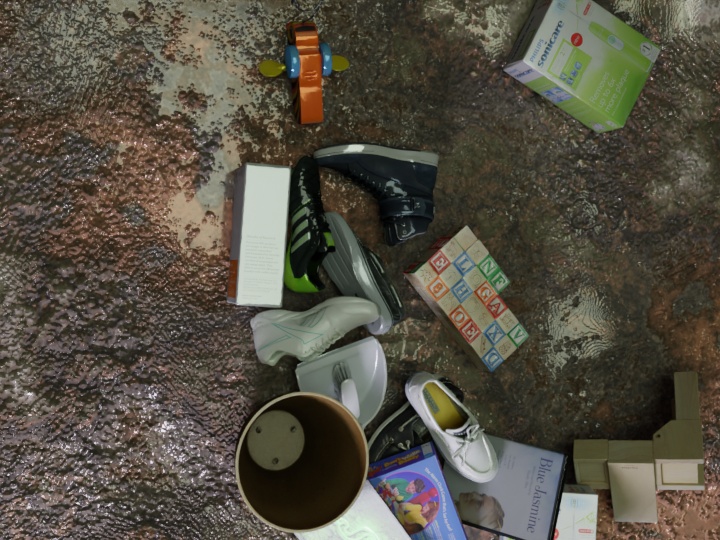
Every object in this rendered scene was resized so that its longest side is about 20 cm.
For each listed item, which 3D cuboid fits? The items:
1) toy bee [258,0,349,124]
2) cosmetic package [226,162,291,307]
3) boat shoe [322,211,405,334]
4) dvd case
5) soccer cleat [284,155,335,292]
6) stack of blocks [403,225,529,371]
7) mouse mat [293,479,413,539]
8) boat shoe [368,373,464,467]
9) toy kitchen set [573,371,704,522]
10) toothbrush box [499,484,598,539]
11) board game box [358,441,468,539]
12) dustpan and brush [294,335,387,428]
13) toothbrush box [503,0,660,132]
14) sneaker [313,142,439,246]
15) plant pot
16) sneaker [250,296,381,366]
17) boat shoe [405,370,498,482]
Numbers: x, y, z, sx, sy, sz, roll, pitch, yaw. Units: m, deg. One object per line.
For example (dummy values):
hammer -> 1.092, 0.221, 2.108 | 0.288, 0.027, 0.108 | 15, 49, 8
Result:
toy bee -> -0.077, -0.326, 1.626 | 0.129, 0.109, 0.202 | 14, 111, -23
cosmetic package -> -0.149, -0.050, 1.595 | 0.070, 0.101, 0.203 | 5, 88, -15
boat shoe -> 0.000, 0.000, 1.659 | 0.071, 0.072, 0.202 | -23, 86, -45
dvd case -> 0.213, 0.329, 1.672 | 0.017, 0.198, 0.145 | 17, 84, -59
soccer cleat -> -0.072, -0.066, 1.619 | 0.067, 0.080, 0.203 | -4, 101, -57
stack of blocks -> 0.175, 0.043, 1.709 | 0.115, 0.059, 0.201 | -40, 100, -12
mouse mat -> -0.001, 0.413, 1.638 | 0.160, 0.008, 0.201 | -31, 104, 22
boat shoe -> 0.081, 0.249, 1.673 | 0.200, 0.060, 0.074 | -46, 132, -13
toy kitchen set -> 0.458, 0.291, 1.795 | 0.197, 0.182, 0.164 | -3, 134, 16
toothbrush box -> 0.290, 0.439, 1.710 | 0.143, 0.086, 0.203 | 4, 88, 4
board game box -> 0.080, 0.375, 1.652 | 0.133, 0.045, 0.202 | -20, 108, 2
dustpan and brush -> -0.013, 0.214, 1.653 | 0.138, 0.057, 0.202 | -20, 125, -14
toothbrush box -> 0.351, -0.335, 1.736 | 0.198, 0.086, 0.147 | 30, 82, -12
sneaker -> 0.023, -0.114, 1.656 | 0.199, 0.077, 0.149 | 5, 86, -17
plant pot -> -0.101, 0.257, 1.558 | 0.184, 0.200, 0.189 | 0, 90, -15
sneaker -> -0.063, 0.092, 1.602 | 0.197, 0.071, 0.081 | -13, 64, 12
boat shoe -> 0.147, 0.235, 1.617 | 0.074, 0.086, 0.203 | -36, 100, -12
